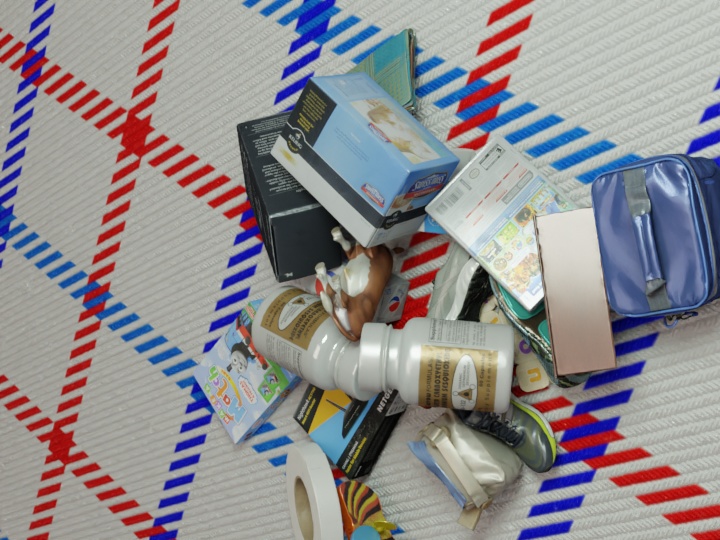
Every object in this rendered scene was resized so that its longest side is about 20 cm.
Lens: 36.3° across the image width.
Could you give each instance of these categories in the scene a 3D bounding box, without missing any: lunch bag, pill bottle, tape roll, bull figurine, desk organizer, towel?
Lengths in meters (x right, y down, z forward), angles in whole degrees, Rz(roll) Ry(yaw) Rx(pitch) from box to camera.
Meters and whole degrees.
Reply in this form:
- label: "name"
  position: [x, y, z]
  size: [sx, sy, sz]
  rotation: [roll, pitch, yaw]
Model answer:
- label: "lunch bag"
  position: [0.357, -0.033, 1.300]
  size: [0.135, 0.132, 0.203]
  rotation: [-13, 87, 39]
- label: "pill bottle"
  position: [0.099, 0.121, 1.437]
  size: [0.197, 0.114, 0.116]
  rotation: [4, 100, 6]
- label: "tape roll"
  position: [-0.073, 0.368, 1.698]
  size: [0.203, 0.037, 0.206]
  rotation: [173, 90, -72]
- label: "pill bottle"
  position: [-0.053, 0.107, 1.589]
  size: [0.199, 0.114, 0.116]
  rotation: [24, 110, 37]
- label: "bull figurine"
  position: [0.000, 0.000, 1.521]
  size: [0.064, 0.202, 0.122]
  rotation: [-14, 131, 30]
- label: "desk organizer"
  position: [0.268, 0.027, 1.354]
  size: [0.076, 0.072, 0.203]
  rotation: [-9, 82, 18]
- label: "towel"
  position: [0.008, -0.248, 1.592]
  size: [0.199, 0.022, 0.148]
  rotation: [-30, 47, 39]

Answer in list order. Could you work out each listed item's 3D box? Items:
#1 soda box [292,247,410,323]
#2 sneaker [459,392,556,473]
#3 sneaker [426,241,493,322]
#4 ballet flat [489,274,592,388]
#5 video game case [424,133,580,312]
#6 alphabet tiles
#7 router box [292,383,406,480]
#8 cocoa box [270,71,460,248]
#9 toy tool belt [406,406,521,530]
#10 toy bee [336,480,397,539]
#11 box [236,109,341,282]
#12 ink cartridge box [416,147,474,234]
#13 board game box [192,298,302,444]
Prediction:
- label: "soda box"
  position: [-0.025, 0.012, 1.658]
  size: [0.199, 0.068, 0.064]
  rotation: [27, 112, 33]
- label: "sneaker"
  position: [0.184, 0.202, 1.497]
  size: [0.200, 0.080, 0.074]
  rotation: [46, 132, 24]
- label: "sneaker"
  position: [0.128, 0.045, 1.529]
  size: [0.079, 0.073, 0.202]
  rotation: [43, 116, 39]
- label: "ballet flat"
  position: [0.228, 0.073, 1.446]
  size: [0.074, 0.074, 0.201]
  rotation: [-49, 62, 32]
- label: "video game case"
  position: [0.201, -0.064, 1.442]
  size: [0.143, 0.018, 0.200]
  rotation: [-45, 70, 0]
- label: "alphabet tiles"
  position: [0.231, 0.059, 1.489]
  size: [0.194, 0.014, 0.203]
  rotation: [-22, 81, 41]
- label: "router box"
  position: [-0.008, 0.194, 1.675]
  size: [0.149, 0.051, 0.202]
  rotation: [42, 119, 30]
- label: "cocoa box"
  position: [0.006, -0.153, 1.470]
  size: [0.200, 0.133, 0.132]
  rotation: [45, 123, 20]
- label: "toy tool belt"
  position: [0.121, 0.254, 1.537]
  size: [0.200, 0.124, 0.123]
  rotation: [47, 113, 25]
- label: "toy bee"
  position: [0.023, 0.417, 1.658]
  size: [0.131, 0.107, 0.203]
  rotation: [176, 91, -65]
- label: "box"
  position: [-0.105, -0.110, 1.610]
  size: [0.149, 0.103, 0.201]
  rotation: [89, 163, -52]
- label: "ink cartridge box"
  position: [0.063, -0.119, 1.569]
  size: [0.198, 0.067, 0.118]
  rotation: [7, 100, 39]
- label: "board game box"
  position: [-0.186, 0.170, 1.830]
  size: [0.200, 0.036, 0.152]
  rotation: [-49, 66, 33]
